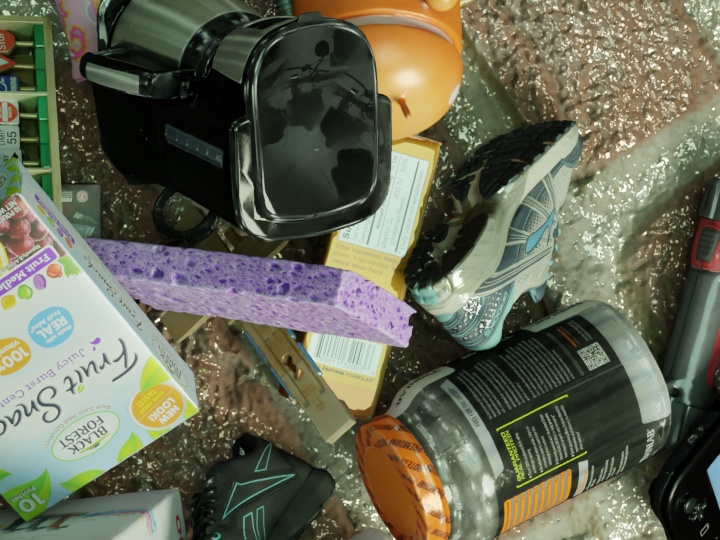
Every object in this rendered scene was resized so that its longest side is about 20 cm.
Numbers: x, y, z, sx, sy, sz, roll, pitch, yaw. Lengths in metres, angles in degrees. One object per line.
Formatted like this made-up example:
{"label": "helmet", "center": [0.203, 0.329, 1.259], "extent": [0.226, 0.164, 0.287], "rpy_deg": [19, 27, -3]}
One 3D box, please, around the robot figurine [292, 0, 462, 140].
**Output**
{"label": "robot figurine", "center": [0.010, -0.173, 1.537], "extent": [0.143, 0.117, 0.201], "rpy_deg": [-10, 64, 17]}

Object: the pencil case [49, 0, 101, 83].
{"label": "pencil case", "center": [-0.191, -0.231, 1.550], "extent": [0.087, 0.087, 0.201], "rpy_deg": [-23, 95, -9]}

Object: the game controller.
{"label": "game controller", "center": [0.280, 0.118, 1.635], "extent": [0.200, 0.042, 0.105], "rpy_deg": [-47, 132, -19]}

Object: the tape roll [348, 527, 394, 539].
{"label": "tape roll", "center": [-0.020, 0.275, 1.535], "extent": [0.071, 0.202, 0.203], "rpy_deg": [37, 85, -10]}

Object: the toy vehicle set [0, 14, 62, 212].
{"label": "toy vehicle set", "center": [-0.262, -0.085, 1.509], "extent": [0.123, 0.027, 0.201], "rpy_deg": [-1, 56, -12]}

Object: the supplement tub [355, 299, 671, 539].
{"label": "supplement tub", "center": [0.104, 0.111, 1.578], "extent": [0.199, 0.122, 0.123], "rpy_deg": [-23, 96, -21]}

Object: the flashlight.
{"label": "flashlight", "center": [0.257, 0.037, 1.654], "extent": [0.067, 0.068, 0.201], "rpy_deg": [15, 93, 8]}

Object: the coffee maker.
{"label": "coffee maker", "center": [-0.071, -0.087, 1.467], "extent": [0.134, 0.200, 0.193], "rpy_deg": [-34, 122, -19]}

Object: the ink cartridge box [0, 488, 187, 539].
{"label": "ink cartridge box", "center": [-0.198, 0.236, 1.486], "extent": [0.144, 0.200, 0.146], "rpy_deg": [-7, 93, 12]}

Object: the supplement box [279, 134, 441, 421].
{"label": "supplement box", "center": [0.000, 0.000, 1.600], "extent": [0.068, 0.067, 0.201], "rpy_deg": [17, 88, -8]}

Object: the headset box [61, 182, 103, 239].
{"label": "headset box", "center": [-0.248, 0.041, 1.547], "extent": [0.148, 0.075, 0.202], "rpy_deg": [0, 91, -11]}

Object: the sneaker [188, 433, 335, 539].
{"label": "sneaker", "center": [-0.090, 0.181, 1.546], "extent": [0.079, 0.200, 0.075], "rpy_deg": [41, 123, 0]}

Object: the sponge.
{"label": "sponge", "center": [-0.075, 0.013, 1.496], "extent": [0.199, 0.111, 0.030], "rpy_deg": [8, 79, 26]}

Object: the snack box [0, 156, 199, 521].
{"label": "snack box", "center": [-0.216, 0.047, 1.451], "extent": [0.142, 0.053, 0.200], "rpy_deg": [-32, 120, 9]}

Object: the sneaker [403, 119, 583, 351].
{"label": "sneaker", "center": [0.103, -0.026, 1.602], "extent": [0.200, 0.077, 0.087], "rpy_deg": [-52, 122, -33]}

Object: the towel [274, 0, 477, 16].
{"label": "towel", "center": [-0.011, -0.264, 1.614], "extent": [0.146, 0.022, 0.201], "rpy_deg": [-19, 97, -9]}

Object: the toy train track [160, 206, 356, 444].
{"label": "toy train track", "center": [-0.063, 0.038, 1.567], "extent": [0.115, 0.033, 0.200], "rpy_deg": [-42, 63, 10]}
